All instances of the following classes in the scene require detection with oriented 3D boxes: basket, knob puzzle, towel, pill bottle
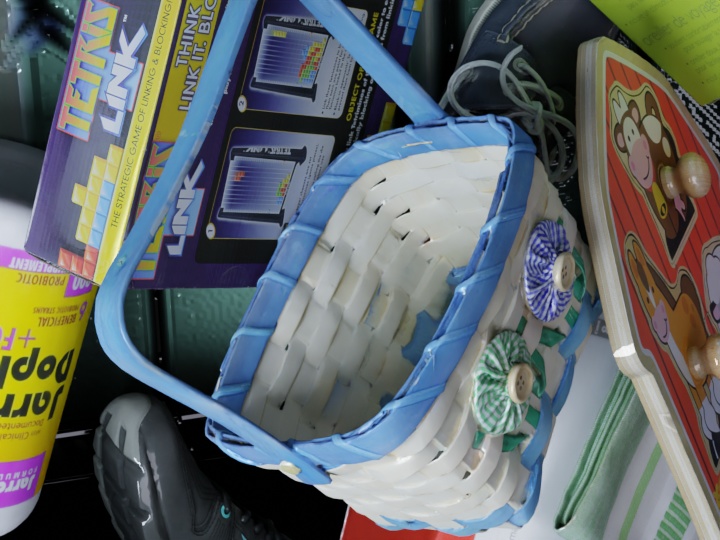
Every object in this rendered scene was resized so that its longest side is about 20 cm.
[{"bbox_3d":[0.000,0.000,0.803,0.199,0.139,0.178,35,63,-28],"label":"basket"},{"bbox_3d":[0.144,-0.010,0.883,0.030,0.220,0.221,-16,120,27],"label":"knob puzzle"},{"bbox_3d":[0.180,0.098,1.009,0.200,0.023,0.154,39,72,-43],"label":"towel"},{"bbox_3d":[-0.180,0.048,0.899,0.103,0.104,0.202,11,108,-20],"label":"pill bottle"}]

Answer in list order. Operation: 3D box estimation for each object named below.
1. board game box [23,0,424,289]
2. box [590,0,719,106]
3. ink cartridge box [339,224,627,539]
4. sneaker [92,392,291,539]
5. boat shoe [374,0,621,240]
[{"bbox_3d":[-0.046,-0.094,0.854,0.165,0.056,0.202,1,107,-54],"label":"board game box"},{"bbox_3d":[0.115,-0.164,0.870,0.200,0.122,0.048,41,69,-9],"label":"box"},{"bbox_3d":[0.086,0.074,0.956,0.199,0.047,0.162,16,89,-48],"label":"ink cartridge box"},{"bbox_3d":[-0.074,0.135,0.992,0.079,0.075,0.202,-25,125,-16],"label":"sneaker"},{"bbox_3d":[0.062,-0.067,0.948,0.075,0.062,0.200,40,95,-24],"label":"boat shoe"}]
